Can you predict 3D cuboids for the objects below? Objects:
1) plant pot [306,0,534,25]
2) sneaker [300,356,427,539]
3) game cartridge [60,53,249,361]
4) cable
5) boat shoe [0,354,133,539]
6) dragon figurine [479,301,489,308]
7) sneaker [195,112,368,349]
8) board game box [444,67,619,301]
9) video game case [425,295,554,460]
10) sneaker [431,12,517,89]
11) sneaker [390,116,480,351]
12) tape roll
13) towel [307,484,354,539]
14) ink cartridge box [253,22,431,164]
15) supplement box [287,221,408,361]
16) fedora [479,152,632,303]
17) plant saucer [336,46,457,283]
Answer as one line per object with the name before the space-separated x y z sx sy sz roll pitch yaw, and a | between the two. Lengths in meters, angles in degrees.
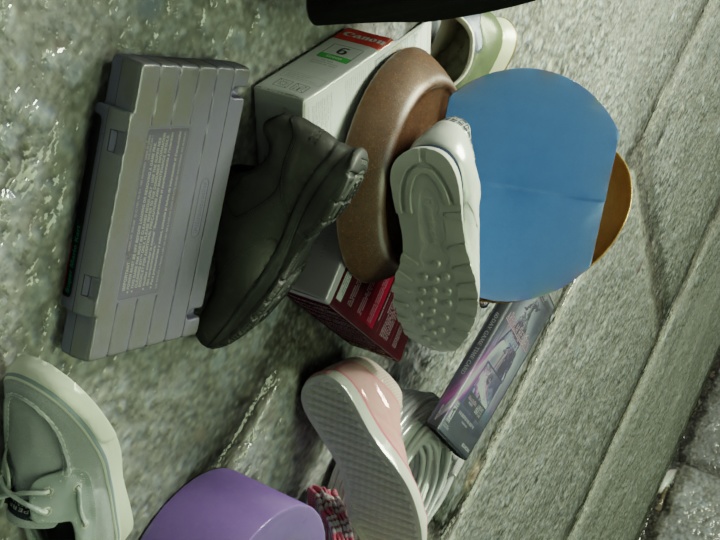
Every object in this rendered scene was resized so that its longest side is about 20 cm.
plant pot | 0.084 -0.283 0.914 0.199 0.176 0.202 -20 111 -59
sneaker | 0.020 0.172 1.202 0.201 0.075 0.105 65 26 -4
game cartridge | -0.140 -0.045 0.855 0.129 0.038 0.201 -9 116 -57
cable | 0.034 0.221 1.349 0.201 0.069 0.200 -61 152 -18
boat shoe | -0.199 0.140 0.824 0.072 0.070 0.202 -54 153 -36
dragon figurine | 0.161 -0.057 1.318 0.200 0.059 0.100 -54 153 -21
sneaker | -0.076 -0.030 0.949 0.201 0.091 0.076 -55 176 19
board game box | 0.133 -0.075 1.094 0.039 0.157 0.202 -130 -132 -71
video game case | 0.141 0.097 1.339 0.201 0.019 0.143 -58 155 -9
sneaker | 0.072 -0.152 1.173 0.090 0.067 0.201 13 101 -49
sneaker | 0.071 -0.025 1.034 0.081 0.076 0.201 -57 152 -52
tape roll | -0.117 0.276 1.069 0.200 0.085 0.201 -45 146 -43
towel | -0.040 0.304 1.179 0.200 0.030 0.147 -124 -133 -73
ink cartridge box | -0.010 -0.132 1.030 0.200 0.050 0.110 -43 143 -46
supplement box | 0.000 0.000 1.128 0.109 0.061 0.200 -67 154 -11
fedora | 0.154 -0.064 1.179 0.082 0.200 0.201 49 61 -35
plant saucer | 0.042 -0.084 1.056 0.200 0.034 0.202 -41 138 -51
